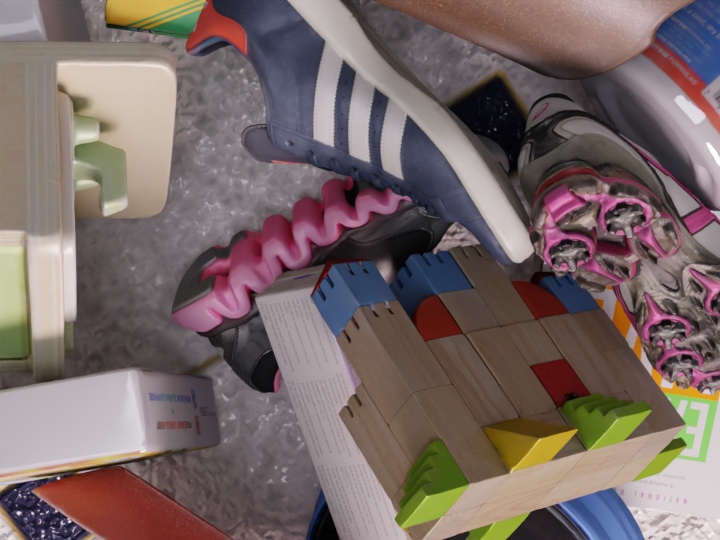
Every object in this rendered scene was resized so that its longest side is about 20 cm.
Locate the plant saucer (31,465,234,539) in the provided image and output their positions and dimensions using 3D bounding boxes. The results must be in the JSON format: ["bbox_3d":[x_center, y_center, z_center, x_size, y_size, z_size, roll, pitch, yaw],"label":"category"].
[{"bbox_3d":[-0.054,0.171,0.754,0.200,0.200,0.037,29,75,16],"label":"plant saucer"}]

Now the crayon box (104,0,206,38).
[{"bbox_3d":[-0.059,-0.217,0.748,0.118,0.058,0.201,8,103,0],"label":"crayon box"}]

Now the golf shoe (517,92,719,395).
[{"bbox_3d":[0.149,-0.013,0.728,0.073,0.092,0.200,-29,131,24],"label":"golf shoe"}]

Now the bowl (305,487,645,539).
[{"bbox_3d":[0.059,0.174,0.803,0.200,0.039,0.201,9,113,21],"label":"bowl"}]

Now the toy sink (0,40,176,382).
[{"bbox_3d":[-0.184,-0.022,0.684,0.199,0.130,0.112,-1,59,-12],"label":"toy sink"}]

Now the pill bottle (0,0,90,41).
[{"bbox_3d":[-0.245,-0.106,0.752,0.199,0.114,0.115,-12,102,4],"label":"pill bottle"}]

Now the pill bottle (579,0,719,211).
[{"bbox_3d":[0.212,-0.133,0.721,0.200,0.112,0.112,-42,98,-5],"label":"pill bottle"}]

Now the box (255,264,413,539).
[{"bbox_3d":[0.001,0.095,0.752,0.041,0.039,0.200,-12,105,28],"label":"box"}]

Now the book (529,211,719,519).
[{"bbox_3d":[0.157,0.028,0.805,0.133,0.048,0.201,9,99,-1],"label":"book"}]

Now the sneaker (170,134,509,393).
[{"bbox_3d":[0.000,0.000,0.793,0.200,0.079,0.095,-29,109,14],"label":"sneaker"}]

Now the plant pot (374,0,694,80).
[{"bbox_3d":[0.049,-0.192,0.647,0.198,0.200,0.201,22,104,-32],"label":"plant pot"}]

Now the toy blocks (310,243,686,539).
[{"bbox_3d":[0.060,0.048,0.718,0.137,0.200,0.100,58,134,27],"label":"toy blocks"}]

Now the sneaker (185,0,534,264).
[{"bbox_3d":[-0.003,-0.065,0.710,0.085,0.075,0.200,-44,83,9],"label":"sneaker"}]

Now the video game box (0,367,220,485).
[{"bbox_3d":[-0.187,0.088,0.758,0.199,0.182,0.047,-10,86,5],"label":"video game box"}]
